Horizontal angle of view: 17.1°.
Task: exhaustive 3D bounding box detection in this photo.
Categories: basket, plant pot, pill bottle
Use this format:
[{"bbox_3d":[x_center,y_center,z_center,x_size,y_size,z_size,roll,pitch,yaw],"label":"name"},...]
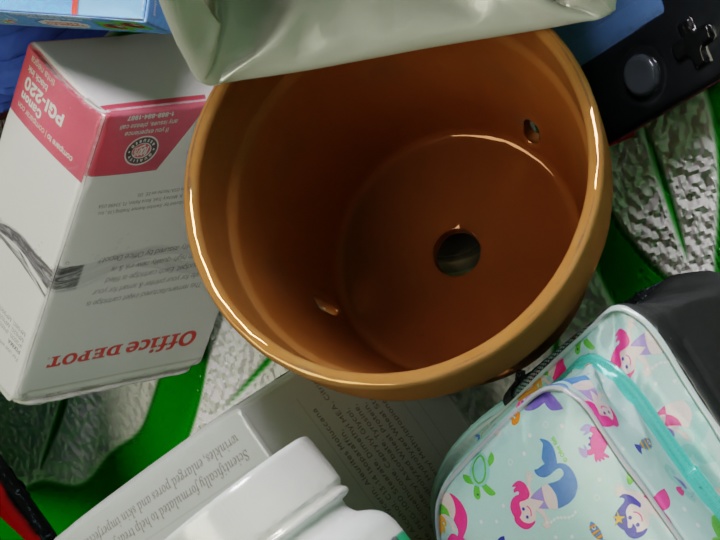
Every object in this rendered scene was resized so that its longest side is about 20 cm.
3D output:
[{"bbox_3d":[0.006,-0.178,1.051,0.136,0.199,0.124,74,-172,-65],"label":"basket"},{"bbox_3d":[0.031,-0.026,1.151,0.199,0.140,0.201,-5,74,16],"label":"plant pot"},{"bbox_3d":[-0.002,0.184,1.105,0.200,0.113,0.113,53,133,5],"label":"pill bottle"}]

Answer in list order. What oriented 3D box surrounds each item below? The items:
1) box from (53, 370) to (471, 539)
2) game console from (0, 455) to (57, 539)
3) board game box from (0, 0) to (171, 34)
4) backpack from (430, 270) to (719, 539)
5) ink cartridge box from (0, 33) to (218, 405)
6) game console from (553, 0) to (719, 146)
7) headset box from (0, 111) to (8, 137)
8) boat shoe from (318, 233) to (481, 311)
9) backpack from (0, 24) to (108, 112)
[{"bbox_3d":[-0.022,0.163,1.273,0.199,0.131,0.200,-36,88,44],"label":"box"},{"bbox_3d":[-0.229,0.065,1.552,0.173,0.119,0.200,57,167,-18],"label":"game console"},{"bbox_3d":[-0.183,-0.208,1.290,0.199,0.037,0.152,6,85,24],"label":"board game box"},{"bbox_3d":[0.124,0.120,1.129,0.178,0.150,0.200,56,139,9],"label":"backpack"},{"bbox_3d":[-0.140,-0.032,1.384,0.085,0.145,0.200,42,125,34],"label":"ink cartridge box"},{"bbox_3d":[0.129,-0.176,1.150,0.177,0.031,0.201,-32,74,46],"label":"game console"},{"bbox_3d":[-0.295,-0.069,1.507,0.149,0.200,0.078,11,109,46],"label":"headset box"},{"bbox_3d":[0.000,0.000,1.304,0.200,0.072,0.068,11,120,46],"label":"boat shoe"},{"bbox_3d":[-0.218,-0.187,1.434,0.200,0.163,0.168,19,148,40],"label":"backpack"}]
